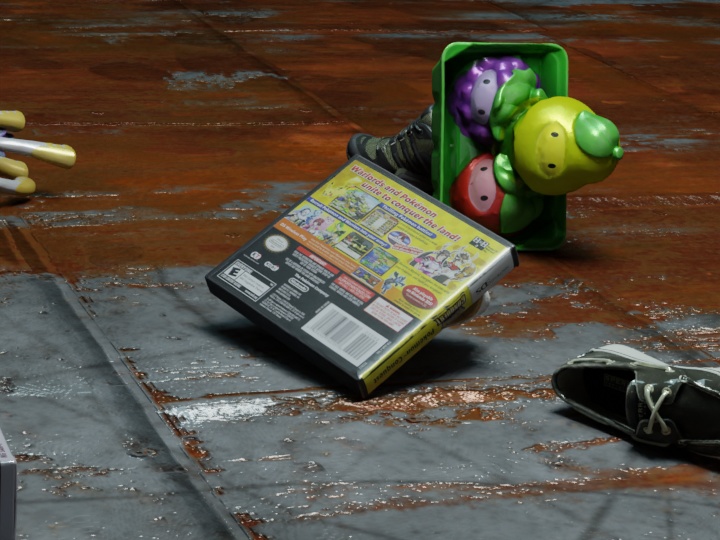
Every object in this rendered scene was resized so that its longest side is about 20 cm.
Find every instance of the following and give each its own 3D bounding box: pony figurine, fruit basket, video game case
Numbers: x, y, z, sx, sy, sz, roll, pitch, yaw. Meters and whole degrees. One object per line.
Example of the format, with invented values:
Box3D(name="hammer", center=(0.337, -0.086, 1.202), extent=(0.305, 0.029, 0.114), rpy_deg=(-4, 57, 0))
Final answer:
Box3D(name="pony figurine", center=(-0.408, -0.137, 2.119), extent=(0.199, 0.168, 0.193), rpy_deg=(9, 18, -44))
Box3D(name="fruit basket", center=(0.153, -0.118, 2.081), extent=(0.154, 0.218, 0.216), rpy_deg=(-1, 18, -18))
Box3D(name="video game case", center=(0.000, 0.000, 1.776), extent=(0.180, 0.026, 0.199), rpy_deg=(-40, 47, -21))

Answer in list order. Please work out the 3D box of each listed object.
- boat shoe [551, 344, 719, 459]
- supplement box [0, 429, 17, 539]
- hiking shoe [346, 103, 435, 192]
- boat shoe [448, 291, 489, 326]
Box3D(name="boat shoe", center=(0.230, 0.104, 1.636), extent=(0.063, 0.071, 0.199), rpy_deg=(-9, 14, -40))
Box3D(name="supplement box", center=(-0.329, 0.135, 1.391), extent=(0.198, 0.062, 0.109), rpy_deg=(-3, 19, -19))
Box3D(name="hiking shoe", center=(0.070, -0.131, 2.264), extent=(0.199, 0.102, 0.075), rpy_deg=(18, 21, 36))
Box3D(name="boat shoe", center=(0.013, 0.028, 1.826), extent=(0.198, 0.072, 0.069), rpy_deg=(3, -10, 19))
